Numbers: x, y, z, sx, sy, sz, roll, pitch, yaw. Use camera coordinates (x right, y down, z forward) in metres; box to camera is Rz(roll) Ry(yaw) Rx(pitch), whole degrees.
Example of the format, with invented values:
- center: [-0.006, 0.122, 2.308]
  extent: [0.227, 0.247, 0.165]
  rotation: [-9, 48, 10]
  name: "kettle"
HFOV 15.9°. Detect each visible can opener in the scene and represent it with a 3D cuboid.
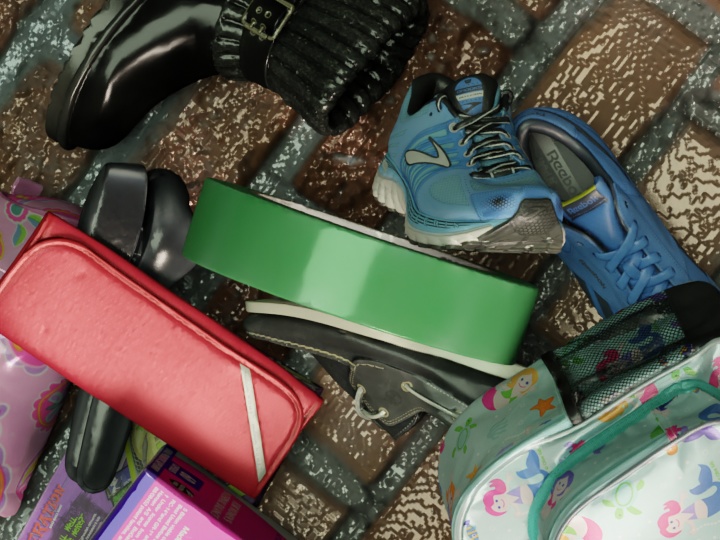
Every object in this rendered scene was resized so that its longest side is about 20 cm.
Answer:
- center: [-0.143, 0.034, 1.538]
  extent: [0.078, 0.063, 0.201]
  rotation: [11, 101, -12]
  name: "can opener"

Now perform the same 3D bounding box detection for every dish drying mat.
- center: [-0.121, 0.051, 1.503]
  extent: [0.200, 0.018, 0.077]
  rotation: [35, 95, -16]
  name: "dish drying mat"

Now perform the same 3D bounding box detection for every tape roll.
- center: [0.000, 0.000, 1.453]
  extent: [0.200, 0.200, 0.048]
  rotation: [19, 93, 14]
  name: "tape roll"

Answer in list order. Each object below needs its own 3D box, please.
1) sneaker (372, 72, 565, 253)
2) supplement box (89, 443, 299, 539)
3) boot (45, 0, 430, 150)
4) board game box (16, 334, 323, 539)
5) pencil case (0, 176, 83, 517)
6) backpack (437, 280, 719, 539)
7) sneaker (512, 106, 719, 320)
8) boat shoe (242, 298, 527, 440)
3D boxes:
- center: [0.057, -0.064, 1.442]
  extent: [0.078, 0.200, 0.090]
  rotation: [1, 106, -21]
  name: "sneaker"
- center: [-0.068, 0.204, 1.496]
  extent: [0.200, 0.101, 0.103]
  rotation: [38, 95, -1]
  name: "supplement box"
- center: [-0.076, -0.121, 1.537]
  extent: [0.158, 0.079, 0.211]
  rotation: [41, 97, 12]
  name: "boot"
- center: [-0.122, 0.128, 1.569]
  extent: [0.120, 0.032, 0.200]
  rotation: [31, 95, 9]
  name: "board game box"
- center: [-0.214, 0.048, 1.567]
  extent: [0.087, 0.087, 0.201]
  rotation: [21, 94, 14]
  name: "pencil case"
- center: [0.148, 0.127, 1.422]
  extent: [0.199, 0.151, 0.178]
  rotation: [-26, 120, 12]
  name: "backpack"
- center: [0.149, -0.009, 1.481]
  extent: [0.066, 0.078, 0.200]
  rotation: [-38, 82, 8]
  name: "sneaker"
- center: [0.019, 0.064, 1.513]
  extent: [0.199, 0.072, 0.068]
  rotation: [19, 93, 11]
  name: "boat shoe"
